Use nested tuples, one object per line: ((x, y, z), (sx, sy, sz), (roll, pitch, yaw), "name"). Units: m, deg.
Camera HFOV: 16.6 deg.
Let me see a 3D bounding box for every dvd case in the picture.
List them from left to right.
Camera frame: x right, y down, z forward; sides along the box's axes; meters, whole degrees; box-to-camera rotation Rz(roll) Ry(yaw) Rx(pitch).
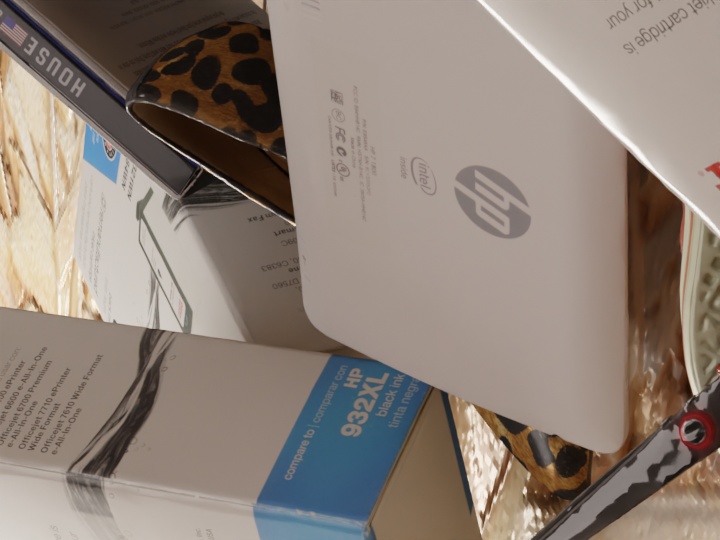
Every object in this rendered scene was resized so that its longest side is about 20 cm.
((-0.109, -0.116, 0.995), (0.200, 0.150, 0.025), (42, 116, 7), "dvd case")

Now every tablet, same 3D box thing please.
((0.027, -0.032, 0.778), (0.130, 0.014, 0.201), (22, 141, 27), "tablet")

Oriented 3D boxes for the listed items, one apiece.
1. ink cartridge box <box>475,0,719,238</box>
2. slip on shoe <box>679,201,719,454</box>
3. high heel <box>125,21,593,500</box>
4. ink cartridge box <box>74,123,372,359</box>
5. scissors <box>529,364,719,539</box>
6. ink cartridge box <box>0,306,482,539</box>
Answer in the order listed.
((0.078, -0.117, 0.576), (0.200, 0.086, 0.146), (42, 146, -11), "ink cartridge box")
((0.121, -0.024, 0.710), (0.061, 0.074, 0.201), (-46, -58, -76), "slip on shoe")
((0.000, 0.000, 0.881), (0.071, 0.142, 0.201), (-50, 53, 49), "high heel")
((-0.052, 0.009, 1.088), (0.146, 0.084, 0.200), (103, 147, -45), "ink cartridge box")
((0.102, 0.032, 0.690), (0.199, 0.014, 0.073), (-25, 87, 29), "scissors")
((-0.060, 0.101, 0.970), (0.199, 0.084, 0.145), (7, 138, 23), "ink cartridge box")
